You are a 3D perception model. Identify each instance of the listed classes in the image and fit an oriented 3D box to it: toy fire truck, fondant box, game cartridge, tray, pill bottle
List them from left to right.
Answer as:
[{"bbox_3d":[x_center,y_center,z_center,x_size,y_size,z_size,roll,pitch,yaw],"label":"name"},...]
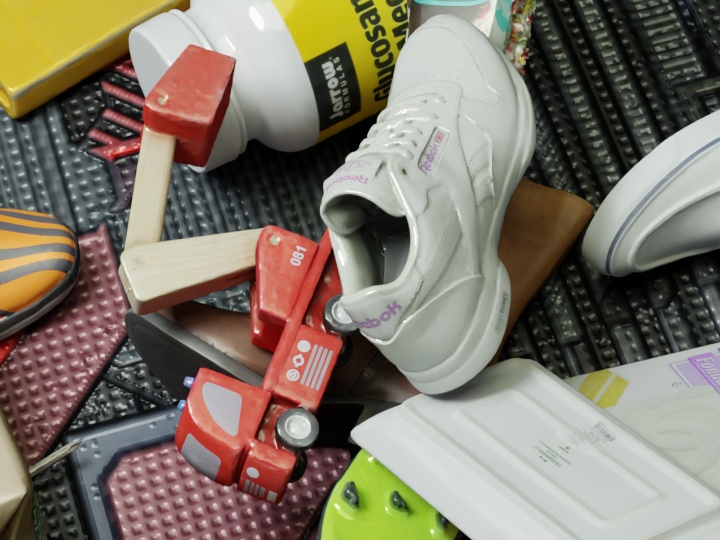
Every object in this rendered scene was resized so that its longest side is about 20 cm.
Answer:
[{"bbox_3d":[-0.162,-0.194,1.513,0.200,0.032,0.176,-31,61,-20],"label":"game cartridge"},{"bbox_3d":[-0.064,0.002,1.284,0.140,0.049,0.201,22,63,2],"label":"toy fire truck"},{"bbox_3d":[-0.018,-0.133,1.418,0.199,0.113,0.113,-29,61,-15],"label":"pill bottle"},{"bbox_3d":[0.089,0.090,1.195,0.107,0.022,0.200,-19,32,-25],"label":"tray"},{"bbox_3d":[0.159,0.097,1.252,0.199,0.058,0.144,-12,28,-13],"label":"fondant box"}]

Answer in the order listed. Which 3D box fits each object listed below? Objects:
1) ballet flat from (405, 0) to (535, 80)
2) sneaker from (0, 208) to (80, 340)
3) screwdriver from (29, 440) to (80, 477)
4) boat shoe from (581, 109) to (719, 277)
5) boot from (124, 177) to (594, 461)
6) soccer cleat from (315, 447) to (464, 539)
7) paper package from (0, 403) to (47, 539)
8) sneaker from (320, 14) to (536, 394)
[{"bbox_3d":[0.059,-0.125,1.358,0.075,0.064,0.201,12,90,30],"label":"ballet flat"},{"bbox_3d":[-0.245,-0.013,1.346,0.199,0.112,0.078,-8,57,-4],"label":"sneaker"},{"bbox_3d":[-0.224,0.134,1.299,0.200,0.028,0.029,-37,78,-19],"label":"screwdriver"},{"bbox_3d":[0.208,-0.047,1.379,0.200,0.074,0.065,-32,57,-17],"label":"boat shoe"},{"bbox_3d":[0.000,0.000,1.358,0.188,0.069,0.200,20,59,14],"label":"boot"},{"bbox_3d":[0.001,0.164,1.240,0.067,0.081,0.201,18,59,-1],"label":"soccer cleat"},{"bbox_3d":[-0.257,0.105,1.249,0.190,0.104,0.200,-20,42,-11],"label":"paper package"},{"bbox_3d":[0.030,-0.047,1.253,0.075,0.100,0.201,-21,51,34],"label":"sneaker"}]
